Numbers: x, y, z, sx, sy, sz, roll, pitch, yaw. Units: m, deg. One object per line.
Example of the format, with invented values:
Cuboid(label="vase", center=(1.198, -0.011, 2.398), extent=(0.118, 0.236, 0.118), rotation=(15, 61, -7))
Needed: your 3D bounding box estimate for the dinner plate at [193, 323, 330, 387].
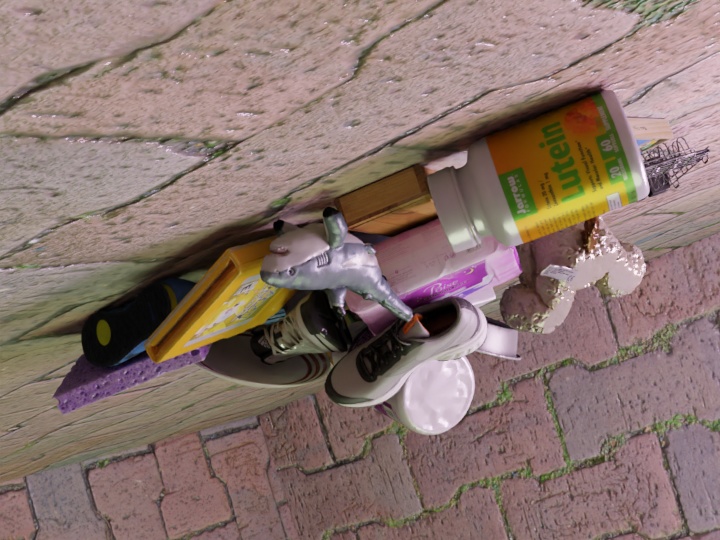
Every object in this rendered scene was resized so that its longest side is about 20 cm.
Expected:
Cuboid(label="dinner plate", center=(-0.136, 0.109, 1.536), extent=(0.198, 0.024, 0.200), rotation=(10, -162, -3))

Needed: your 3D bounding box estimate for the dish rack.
Cuboid(label="dish rack", center=(0.364, -0.127, 1.605), extent=(0.152, 0.055, 0.200), rotation=(-19, 170, -9))

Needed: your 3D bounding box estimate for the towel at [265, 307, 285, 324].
Cuboid(label="towel", center=(-0.148, 0.069, 1.740), extent=(0.111, 0.049, 0.200), rotation=(-13, 170, -32))

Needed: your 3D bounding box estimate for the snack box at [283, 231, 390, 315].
Cuboid(label="snack box", center=(0.000, 0.000, 1.555), extent=(0.167, 0.068, 0.200), rotation=(-15, 169, -21))

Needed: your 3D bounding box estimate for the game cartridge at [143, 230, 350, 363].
Cuboid(label="game cartridge", center=(-0.120, 0.022, 1.332), extent=(0.176, 0.033, 0.199), rotation=(-45, 164, 33))

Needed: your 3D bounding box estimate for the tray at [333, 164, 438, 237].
Cuboid(label="tray", center=(0.054, -0.070, 1.332), extent=(0.098, 0.037, 0.200), rotation=(-22, 170, 18))

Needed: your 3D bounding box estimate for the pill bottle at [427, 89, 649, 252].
Cuboid(label="pill bottle", center=(0.171, -0.090, 1.197), extent=(0.198, 0.112, 0.111), rotation=(-21, 172, 9))

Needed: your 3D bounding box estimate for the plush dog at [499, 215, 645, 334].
Cuboid(label="plush dog", center=(0.231, -0.045, 1.485), extent=(0.199, 0.172, 0.161), rotation=(-25, 136, -16))

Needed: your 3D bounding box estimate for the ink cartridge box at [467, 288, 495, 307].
Cuboid(label="ink cartridge box", center=(0.106, 0.016, 1.726), extent=(0.066, 0.117, 0.200), rotation=(-16, 172, -22))

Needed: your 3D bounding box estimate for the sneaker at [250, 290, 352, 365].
Cuboid(label="sneaker", center=(-0.078, 0.081, 1.444), extent=(0.114, 0.076, 0.201), rotation=(-22, 171, 4))

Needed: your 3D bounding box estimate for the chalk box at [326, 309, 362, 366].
Cuboid(label="chalk box", center=(0.015, 0.074, 1.732), extent=(0.123, 0.125, 0.200), rotation=(-15, -149, -21))

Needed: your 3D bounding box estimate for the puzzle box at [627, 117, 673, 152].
Cuboid(label="puzzle box", center=(0.259, -0.136, 1.397), extent=(0.132, 0.026, 0.199), rotation=(-24, 170, 37))

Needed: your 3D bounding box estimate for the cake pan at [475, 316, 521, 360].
Cuboid(label="cake pan", center=(0.110, 0.065, 1.525), extent=(0.198, 0.037, 0.200), rotation=(17, -178, -1))

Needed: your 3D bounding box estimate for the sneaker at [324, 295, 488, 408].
Cuboid(label="sneaker", center=(0.043, 0.085, 1.377), extent=(0.199, 0.074, 0.079), rotation=(-30, 148, 7))

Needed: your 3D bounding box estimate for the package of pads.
Cuboid(label="package of pads", center=(0.078, -0.002, 1.385), extent=(0.198, 0.076, 0.121), rotation=(-23, 161, 7))

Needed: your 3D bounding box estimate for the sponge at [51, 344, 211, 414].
Cuboid(label="sponge", center=(-0.263, 0.102, 1.458), extent=(0.198, 0.030, 0.112), rotation=(-22, -160, 16))

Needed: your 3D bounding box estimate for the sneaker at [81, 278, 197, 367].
Cuboid(label="sneaker", center=(-0.246, 0.062, 1.408), extent=(0.199, 0.067, 0.078), rotation=(-27, 167, 40))

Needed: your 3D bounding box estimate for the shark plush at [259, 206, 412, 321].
Cuboid(label="shark plush", center=(-0.026, 0.010, 1.270), extent=(0.090, 0.084, 0.200), rotation=(-4, 154, 34))

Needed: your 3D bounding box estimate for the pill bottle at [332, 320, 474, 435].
Cuboid(label="pill bottle", center=(0.046, 0.124, 1.519), extent=(0.111, 0.113, 0.200), rotation=(-14, -162, -26))
